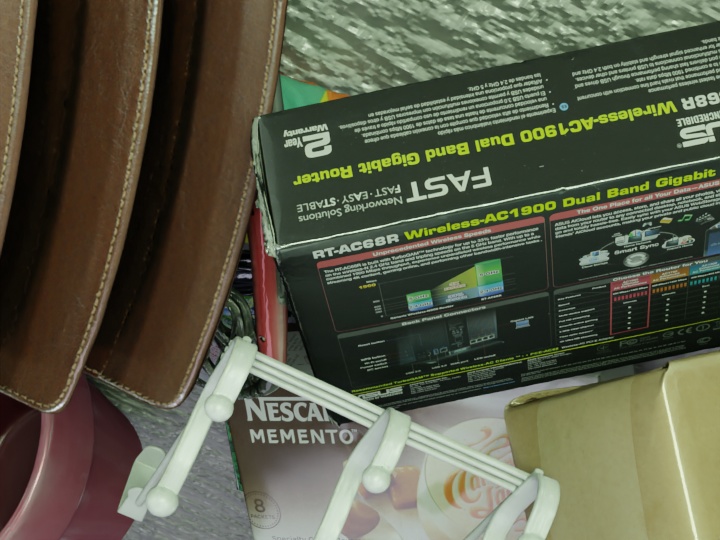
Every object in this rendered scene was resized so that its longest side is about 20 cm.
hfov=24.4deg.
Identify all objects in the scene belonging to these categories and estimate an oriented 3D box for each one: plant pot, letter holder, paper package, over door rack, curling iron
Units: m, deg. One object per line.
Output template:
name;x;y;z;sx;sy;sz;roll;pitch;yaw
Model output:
plant pot;-0.241;0.126;1.107;0.199;0.201;0.179;7;166;25
letter holder;-0.121;-0.043;0.636;0.142;0.101;0.201;22;111;19
paper package;0.175;0.132;0.704;0.190;0.201;0.103;-7;171;-36
over door rack;-0.020;0.109;0.715;0.147;0.067;0.200;26;153;-8
curling iron;-0.049;-0.033;0.683;0.049;0.026;0.201;7;116;4

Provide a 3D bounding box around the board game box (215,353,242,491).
board game box;-0.034;0.109;1.048;0.104;0.024;0.200;15;153;7

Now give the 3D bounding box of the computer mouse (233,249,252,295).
computer mouse;0.000;0.000;0.847;0.199;0.034;0.059;5;158;20

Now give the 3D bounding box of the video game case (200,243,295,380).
video game case;-0.054;0.035;0.974;0.200;0.022;0.182;30;152;-18

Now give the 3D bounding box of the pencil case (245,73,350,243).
pencil case;-0.096;-0.067;0.739;0.199;0.089;0.088;18;154;3

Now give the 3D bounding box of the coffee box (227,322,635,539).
coffee box;0.040;0.089;0.866;0.199;0.080;0.115;-1;111;21

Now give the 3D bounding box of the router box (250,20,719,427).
router box;0.067;-0.015;0.658;0.199;0.062;0.150;-12;150;1
